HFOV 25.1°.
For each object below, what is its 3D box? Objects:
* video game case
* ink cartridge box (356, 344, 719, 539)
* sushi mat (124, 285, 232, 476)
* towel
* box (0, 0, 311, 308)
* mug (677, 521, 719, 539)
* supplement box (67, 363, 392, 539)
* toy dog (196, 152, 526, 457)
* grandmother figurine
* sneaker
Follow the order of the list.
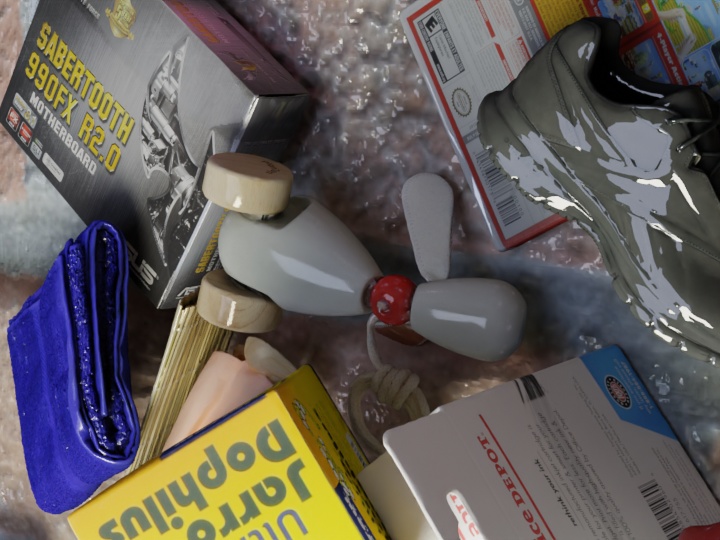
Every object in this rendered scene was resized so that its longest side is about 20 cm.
[{"bbox_3d":[0.118,-0.112,0.808,0.200,0.017,0.144,-29,79,40],"label":"video game case"},{"bbox_3d":[0.079,0.116,0.764,0.068,0.200,0.116,-42,71,36],"label":"ink cartridge box"},{"bbox_3d":[-0.114,0.089,0.990,0.012,0.096,0.201,26,115,12],"label":"sushi mat"},{"bbox_3d":[-0.184,0.067,1.008,0.200,0.049,0.149,139,128,-63],"label":"towel"},{"bbox_3d":[-0.134,-0.100,0.991,0.200,0.048,0.159,47,125,28],"label":"box"},{"bbox_3d":[0.257,0.129,0.668,0.199,0.177,0.134,-31,61,20],"label":"mug"},{"bbox_3d":[-0.049,0.122,0.774,0.109,0.200,0.110,-31,89,1],"label":"supplement box"},{"bbox_3d":[0.000,0.000,0.899,0.200,0.096,0.132,37,118,12],"label":"toy dog"},{"bbox_3d":[-0.111,0.133,0.940,0.060,0.200,0.121,35,163,2],"label":"grandmother figurine"},{"bbox_3d":[0.145,-0.035,0.750,0.200,0.076,0.091,44,122,8],"label":"sneaker"}]
